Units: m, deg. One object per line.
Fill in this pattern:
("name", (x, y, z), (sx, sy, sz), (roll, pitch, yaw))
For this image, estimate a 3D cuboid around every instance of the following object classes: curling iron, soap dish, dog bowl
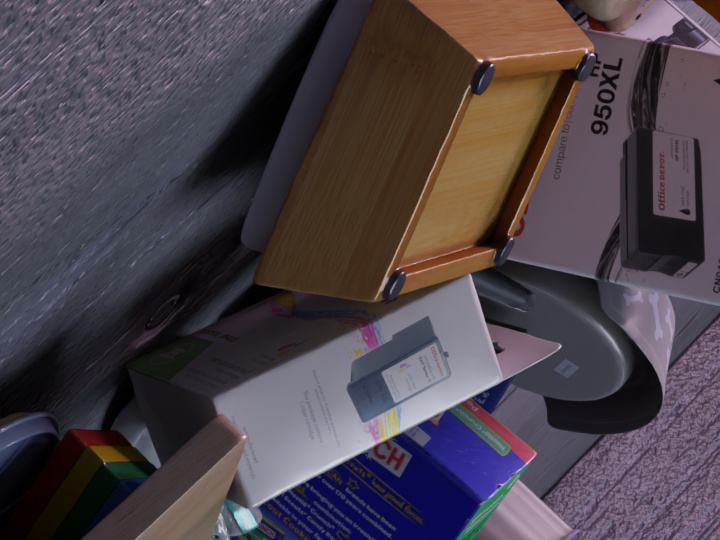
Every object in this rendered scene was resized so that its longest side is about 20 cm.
("curling iron", (0.042, -0.017, 1.481), (0.050, 0.026, 0.200), (-46, 136, 8))
("soap dish", (0.034, -0.066, 1.317), (0.200, 0.081, 0.158), (-15, 132, -65))
("dog bowl", (0.116, 0.027, 1.756), (0.059, 0.199, 0.200), (-62, 176, -26))

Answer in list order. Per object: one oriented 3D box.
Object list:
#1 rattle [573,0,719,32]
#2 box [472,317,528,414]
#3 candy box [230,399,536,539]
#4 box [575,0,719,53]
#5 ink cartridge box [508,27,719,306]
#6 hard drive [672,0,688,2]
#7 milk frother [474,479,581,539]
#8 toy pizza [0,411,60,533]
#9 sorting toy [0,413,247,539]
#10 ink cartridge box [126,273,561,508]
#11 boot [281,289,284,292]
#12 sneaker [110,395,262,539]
("rattle", (0.200, -0.163, 1.559), (0.200, 0.142, 0.131), (93, 22, -64))
("box", (0.025, 0.083, 1.786), (0.200, 0.121, 0.033), (115, -12, -57))
("candy box", (-0.012, 0.137, 1.690), (0.077, 0.169, 0.200), (-39, 167, -48))
("box", (0.206, -0.082, 1.681), (0.117, 0.200, 0.060), (-35, 162, -41))
("ink cartridge box", (0.185, -0.059, 1.579), (0.084, 0.199, 0.145), (0, 102, -72))
("hard drive", (0.249, -0.255, 1.651), (0.135, 0.042, 0.200), (-39, 166, -35))
("milk frother", (0.098, 0.153, 2.106), (0.200, 0.188, 0.180), (-48, 169, 2))
("toy pizza", (-0.220, 0.135, 1.265), (0.200, 0.032, 0.200), (-46, 170, -10))
("sorting toy", (-0.160, 0.157, 1.310), (0.200, 0.070, 0.199), (-42, 169, -26))
("ink cartridge box", (-0.008, 0.045, 1.409), (0.199, 0.068, 0.117), (-25, -162, -23))
("boot", (0.000, 0.000, 1.526), (0.166, 0.072, 0.200), (-35, 157, -26))
("sneaker", (-0.091, 0.112, 1.519), (0.075, 0.088, 0.200), (-42, 165, -20))
